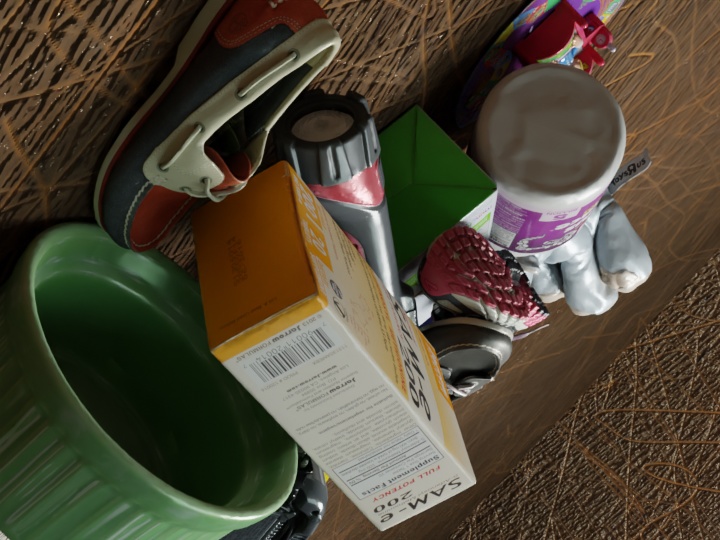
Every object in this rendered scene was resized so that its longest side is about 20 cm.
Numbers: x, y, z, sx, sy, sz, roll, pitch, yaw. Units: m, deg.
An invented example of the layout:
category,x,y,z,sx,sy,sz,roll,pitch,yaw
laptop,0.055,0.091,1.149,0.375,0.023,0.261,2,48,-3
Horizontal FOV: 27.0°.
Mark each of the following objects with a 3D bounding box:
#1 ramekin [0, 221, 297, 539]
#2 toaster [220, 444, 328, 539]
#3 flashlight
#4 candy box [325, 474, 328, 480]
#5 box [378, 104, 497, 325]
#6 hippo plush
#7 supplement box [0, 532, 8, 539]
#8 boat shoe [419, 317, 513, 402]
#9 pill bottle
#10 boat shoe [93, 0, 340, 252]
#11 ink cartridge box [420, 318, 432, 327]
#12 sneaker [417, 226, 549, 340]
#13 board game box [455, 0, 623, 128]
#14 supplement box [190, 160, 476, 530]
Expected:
category,x,y,z,sx,sy,sz,roll,pitch,yaw
ramekin,-0.139,0.080,0.844,0.098,0.200,0.200,-40,167,21
toaster,-0.097,0.135,1.012,0.113,0.129,0.200,16,132,-25
flashlight,-0.011,-0.019,0.977,0.068,0.068,0.200,-37,138,-29
candy box,-0.109,0.126,1.117,0.200,0.026,0.102,18,118,-28
box,0.000,0.000,1.148,0.200,0.097,0.177,-39,165,-11
hippo plush,0.180,-0.024,1.414,0.161,0.159,0.200,-27,159,-46
supplement box,-0.284,0.174,0.933,0.126,0.074,0.200,-34,163,-29
boat shoe,0.053,0.080,1.090,0.200,0.067,0.057,148,-46,-64
pill bottle,0.135,-0.076,1.176,0.112,0.112,0.200,-39,170,-11
boat shoe,-0.080,-0.074,0.809,0.071,0.063,0.200,-25,157,-54
ink cartridge box,0.005,0.127,1.620,0.199,0.041,0.200,-37,164,-20
sneaker,0.082,0.026,1.102,0.075,0.081,0.200,-34,161,11
board game box,0.163,-0.173,1.185,0.200,0.039,0.158,-30,161,-38
supplement box,-0.015,0.048,0.911,0.073,0.126,0.200,-29,131,12
